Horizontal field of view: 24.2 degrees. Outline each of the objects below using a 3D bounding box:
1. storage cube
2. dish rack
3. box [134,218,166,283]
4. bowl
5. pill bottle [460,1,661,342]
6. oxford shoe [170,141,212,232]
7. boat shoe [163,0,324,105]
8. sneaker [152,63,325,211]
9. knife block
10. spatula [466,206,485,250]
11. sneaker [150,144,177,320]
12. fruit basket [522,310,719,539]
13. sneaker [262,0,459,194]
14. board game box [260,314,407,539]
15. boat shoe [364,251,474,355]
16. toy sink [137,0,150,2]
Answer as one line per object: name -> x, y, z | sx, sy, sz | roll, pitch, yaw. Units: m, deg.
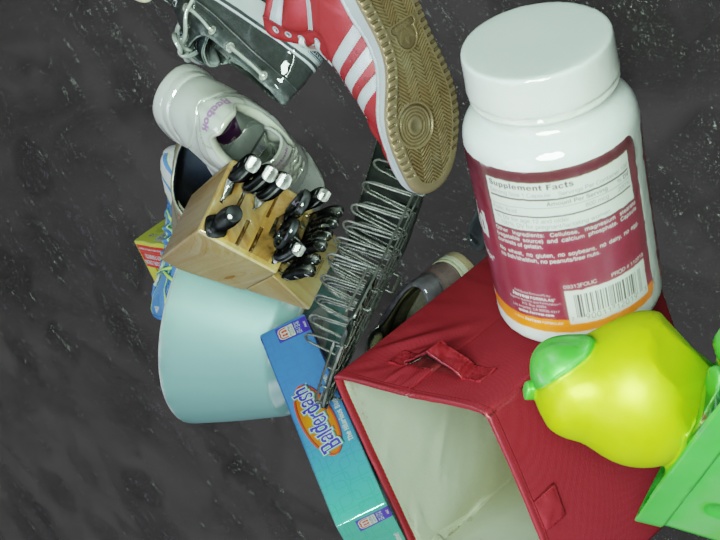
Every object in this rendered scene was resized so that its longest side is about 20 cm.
storage cube -> 0.123, 0.108, 1.205 | 0.171, 0.179, 0.201 | 8, 128, 52
dish rack -> 0.000, 0.000, 1.261 | 0.054, 0.201, 0.154 | 22, 145, 5
box -> -0.148, 0.045, 1.665 | 0.075, 0.050, 0.201 | 10, 129, 52
bowl -> -0.080, 0.046, 1.454 | 0.104, 0.201, 0.202 | 13, 136, 22
pill bottle -> 0.128, -0.061, 1.080 | 0.114, 0.114, 0.201 | 23, 139, 42
oxford shoe -> -0.143, -0.048, 1.473 | 0.070, 0.074, 0.201 | 8, 117, 15
boat shoe -> -0.117, -0.192, 1.326 | 0.199, 0.068, 0.074 | 34, 176, 23
sneaker -> -0.082, -0.084, 1.335 | 0.099, 0.075, 0.200 | 32, 177, 41
knife block -> -0.098, -0.043, 1.276 | 0.199, 0.064, 0.176 | 17, 162, 32
spatula -> 0.104, -0.074, 1.196 | 0.057, 0.021, 0.200 | 45, 151, 19
sneaker -> -0.156, -0.012, 1.558 | 0.076, 0.105, 0.201 | 7, 128, 52
fruit basket -> 0.212, 0.073, 1.056 | 0.215, 0.156, 0.216 | 24, 145, 18
sneaker -> -0.002, -0.151, 1.216 | 0.112, 0.071, 0.201 | 3, 117, 50
board game box -> -0.011, 0.156, 1.334 | 0.152, 0.045, 0.200 | 66, 178, -48
boat shoe -> 0.034, 0.068, 1.360 | 0.072, 0.065, 0.200 | 54, 137, 28
toy sink -> -0.207, -0.317, 1.294 | 0.199, 0.112, 0.131 | 28, 143, 30
